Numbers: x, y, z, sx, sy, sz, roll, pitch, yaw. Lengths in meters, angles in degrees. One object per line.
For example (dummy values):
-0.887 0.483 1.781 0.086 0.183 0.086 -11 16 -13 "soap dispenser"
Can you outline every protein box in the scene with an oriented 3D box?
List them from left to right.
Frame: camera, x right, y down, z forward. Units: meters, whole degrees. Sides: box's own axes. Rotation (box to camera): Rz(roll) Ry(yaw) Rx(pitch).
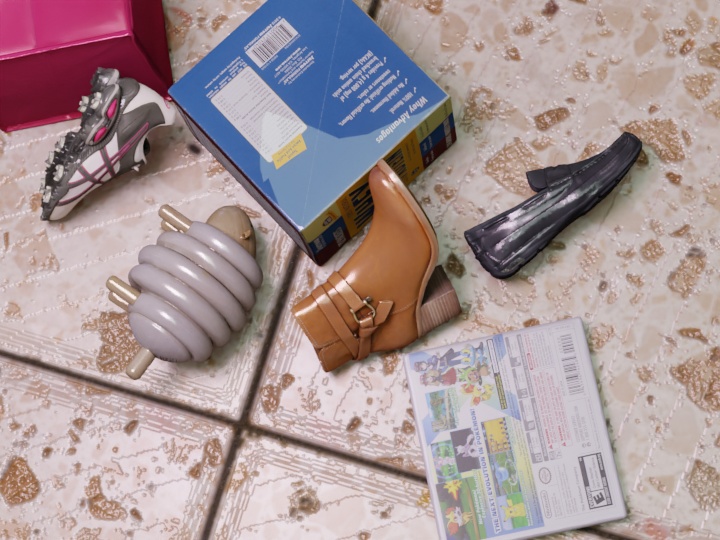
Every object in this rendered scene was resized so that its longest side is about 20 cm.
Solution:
-0.044 -0.154 1.628 0.198 0.135 0.200 -43 76 -5 "protein box"

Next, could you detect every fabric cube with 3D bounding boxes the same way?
-0.310 -0.278 1.657 0.199 0.196 0.201 -10 75 3 "fabric cube"

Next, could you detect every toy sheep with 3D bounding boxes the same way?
-0.171 0.021 1.605 0.137 0.138 0.201 32 78 13 "toy sheep"

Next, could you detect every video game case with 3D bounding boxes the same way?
0.148 0.160 1.590 0.181 0.022 0.201 -12 76 3 "video game case"

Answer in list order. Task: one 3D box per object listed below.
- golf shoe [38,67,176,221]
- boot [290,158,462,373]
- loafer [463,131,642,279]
-0.261 -0.111 1.644 0.088 0.200 0.078 19 44 -26 "golf shoe"
0.000 0.000 1.571 0.155 0.201 0.077 -24 41 -3 "boot"
0.191 -0.075 1.617 0.200 0.068 0.070 -40 85 0 "loafer"
